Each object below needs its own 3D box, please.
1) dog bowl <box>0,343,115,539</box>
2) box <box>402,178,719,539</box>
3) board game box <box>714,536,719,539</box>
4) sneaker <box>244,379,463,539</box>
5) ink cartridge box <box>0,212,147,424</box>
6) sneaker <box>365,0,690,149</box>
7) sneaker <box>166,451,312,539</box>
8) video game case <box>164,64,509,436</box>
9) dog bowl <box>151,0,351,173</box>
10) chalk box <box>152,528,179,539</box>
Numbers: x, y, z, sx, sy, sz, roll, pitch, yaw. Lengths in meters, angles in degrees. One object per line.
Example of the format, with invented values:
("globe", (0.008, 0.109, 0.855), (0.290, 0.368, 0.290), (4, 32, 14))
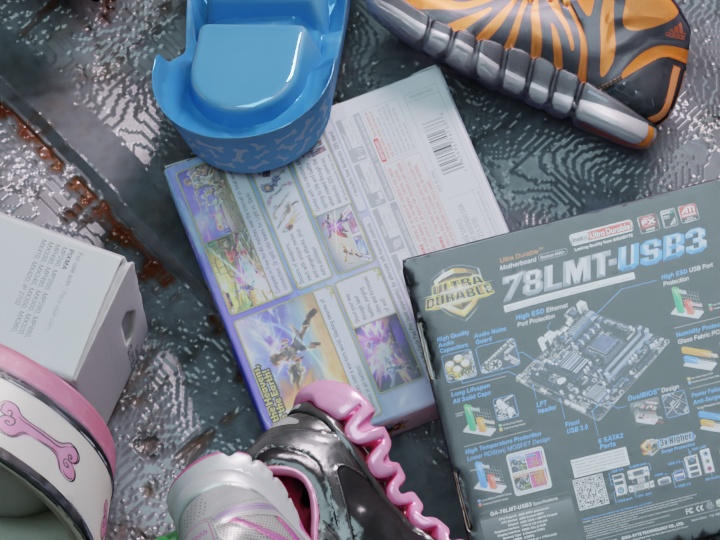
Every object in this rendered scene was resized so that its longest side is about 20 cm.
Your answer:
("dog bowl", (-0.227, 0.105, 1.631), (0.199, 0.201, 0.074), (20, 59, 7))
("box", (0.141, 0.066, 1.658), (0.199, 0.050, 0.200), (-15, 83, 2))
("board game box", (0.215, 0.082, 1.708), (0.199, 0.037, 0.152), (9, 73, 5))
("sneaker", (0.003, 0.163, 1.622), (0.095, 0.079, 0.200), (-31, 80, -39))
("ink cartridge box", (-0.234, 0.018, 1.678), (0.199, 0.146, 0.083), (20, 71, 7))
("sneaker", (0.109, -0.161, 1.762), (0.199, 0.078, 0.113), (24, 90, -3))
("sneaker", (-0.032, 0.193, 1.550), (0.200, 0.088, 0.081), (41, 113, -13))
("video game case", (0.000, 0.000, 1.734), (0.180, 0.045, 0.201), (-20, 72, -6))
("dog bowl", (-0.060, -0.144, 1.755), (0.111, 0.050, 0.201), (1, 55, 12))
("chalk box", (-0.111, 0.268, 1.604), (0.123, 0.125, 0.201), (-22, 71, -7))
